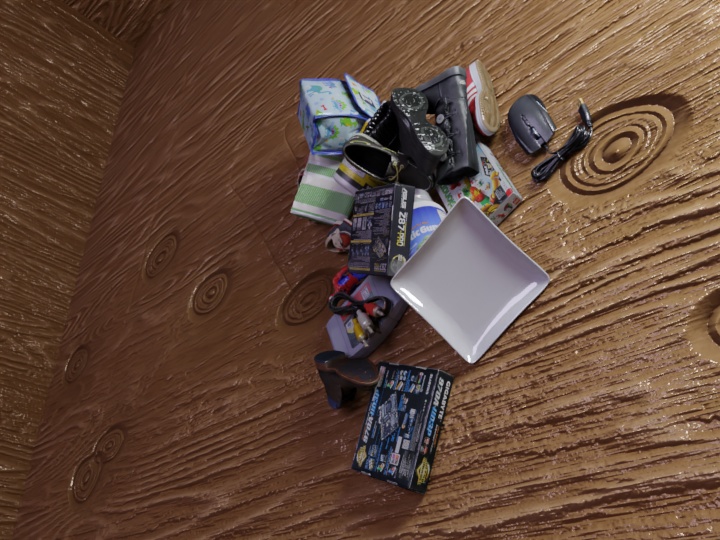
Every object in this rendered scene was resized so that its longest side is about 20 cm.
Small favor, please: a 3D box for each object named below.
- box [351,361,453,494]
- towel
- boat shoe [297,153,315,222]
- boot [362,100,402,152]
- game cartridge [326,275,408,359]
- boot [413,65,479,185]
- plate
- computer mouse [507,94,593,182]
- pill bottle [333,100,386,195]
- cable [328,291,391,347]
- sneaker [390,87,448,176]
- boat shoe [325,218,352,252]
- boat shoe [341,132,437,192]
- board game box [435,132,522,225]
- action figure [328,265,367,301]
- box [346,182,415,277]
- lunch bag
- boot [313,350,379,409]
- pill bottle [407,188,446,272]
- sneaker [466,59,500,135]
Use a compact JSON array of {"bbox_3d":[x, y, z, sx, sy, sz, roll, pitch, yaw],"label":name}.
[{"bbox_3d":[0.071,0.268,1.220,0.157,0.045,0.205,-2,68,51],"label":"box"},{"bbox_3d":[-0.069,-0.209,1.638,0.149,0.023,0.205,15,77,15],"label":"towel"},{"bbox_3d":[-0.126,-0.216,1.729,0.070,0.062,0.205,-29,47,40],"label":"boat shoe"},{"bbox_3d":[0.060,-0.218,1.430,0.079,0.156,0.216,18,82,56],"label":"boot"},{"bbox_3d":[0.011,0.096,1.408,0.201,0.040,0.134,-48,43,20],"label":"game cartridge"},{"bbox_3d":[0.155,-0.262,1.345,0.164,0.064,0.206,-24,71,59],"label":"boot"},{"bbox_3d":[0.180,0.017,1.164,0.200,0.032,0.201,43,107,6],"label":"plate"},{"bbox_3d":[0.325,-0.267,1.227,0.140,0.045,0.204,-39,43,32],"label":"computer mouse"},{"bbox_3d":[0.036,-0.256,1.522,0.203,0.113,0.114,-58,37,9],"label":"pill bottle"},{"bbox_3d":[-0.007,0.070,1.374,0.099,0.050,0.199,-59,38,4],"label":"cable"},{"bbox_3d":[0.097,-0.263,1.317,0.092,0.074,0.204,110,150,-50],"label":"sneaker"},{"bbox_3d":[-0.031,-0.069,1.500,0.063,0.071,0.199,-55,16,-7],"label":"boat shoe"},{"bbox_3d":[0.055,-0.200,1.359,0.061,0.197,0.073,-51,-16,-59],"label":"boat shoe"},{"bbox_3d":[0.212,-0.155,1.309,0.126,0.034,0.203,-47,40,24],"label":"board game box"},{"bbox_3d":[0.000,0.000,1.454,0.200,0.065,0.052,-45,24,22],"label":"action figure"},{"bbox_3d":[0.035,-0.072,1.310,0.199,0.048,0.167,-177,95,-68],"label":"box"},{"bbox_3d":[-0.036,-0.364,1.627,0.130,0.194,0.172,103,157,-43],"label":"lunch bag"},{"bbox_3d":[-0.018,0.219,1.327,0.198,0.073,0.100,13,117,59],"label":"boot"},{"bbox_3d":[0.121,-0.056,1.298,0.112,0.111,0.203,-43,42,25],"label":"pill bottle"},{"bbox_3d":[0.209,-0.317,1.379,0.111,0.071,0.204,-30,40,31],"label":"sneaker"}]
